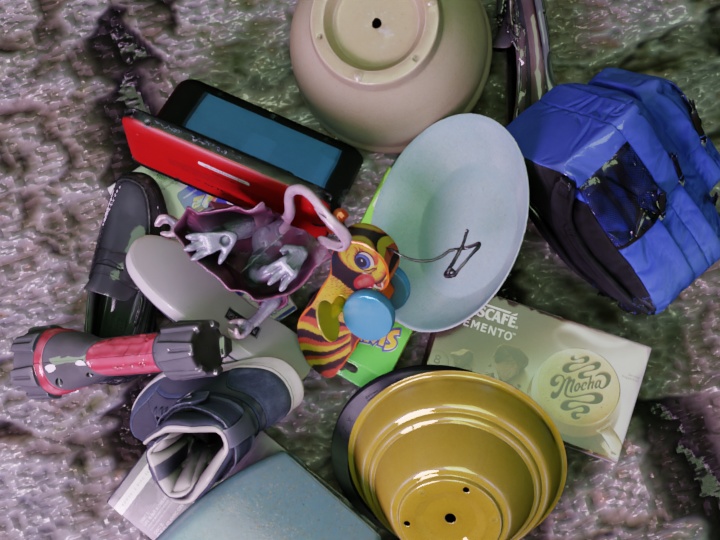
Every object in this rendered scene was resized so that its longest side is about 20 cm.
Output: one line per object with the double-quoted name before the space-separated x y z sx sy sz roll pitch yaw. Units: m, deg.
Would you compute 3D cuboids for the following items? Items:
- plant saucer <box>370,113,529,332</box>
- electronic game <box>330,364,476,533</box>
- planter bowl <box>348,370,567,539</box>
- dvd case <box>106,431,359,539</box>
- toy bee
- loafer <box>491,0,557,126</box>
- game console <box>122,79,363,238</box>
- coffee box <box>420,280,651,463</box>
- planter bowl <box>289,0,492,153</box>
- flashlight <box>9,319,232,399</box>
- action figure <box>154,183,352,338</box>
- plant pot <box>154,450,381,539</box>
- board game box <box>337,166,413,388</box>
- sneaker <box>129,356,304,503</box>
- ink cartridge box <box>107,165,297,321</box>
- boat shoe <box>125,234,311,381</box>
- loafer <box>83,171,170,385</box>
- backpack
"plant saucer" 0.088 -0.040 1.273 0.038 0.200 0.204 18 84 -41
"electronic game" 0.070 0.173 1.292 0.197 0.042 0.202 4 121 7
"planter bowl" 0.081 0.194 1.230 0.198 0.084 0.203 4 121 7
"dvd case" -0.122 0.225 1.344 0.199 0.016 0.149 38 88 2
"toy bee" 0.000 0.000 1.244 0.109 0.131 0.200 43 103 -7
"loafer" 0.154 -0.206 1.352 0.062 0.072 0.203 -10 88 4
"game console" -0.101 -0.122 1.285 0.198 0.172 0.120 22 76 2
"coffee box" 0.158 0.095 1.321 0.198 0.080 0.114 19 86 2
"planter bowl" 0.022 -0.220 1.307 0.197 0.135 0.203 -1 86 8
"flashlight" -0.216 0.076 1.238 0.198 0.068 0.068 -6 45 30
"action figure" -0.095 -0.032 1.225 0.148 0.200 0.134 -38 92 4
"plant pot" -0.088 0.271 1.243 0.196 0.196 0.200 40 82 2
"board game box" 0.022 0.011 1.355 0.095 0.030 0.202 27 83 3
"sneaker" -0.163 0.144 1.235 0.201 0.146 0.078 -19 107 38
"ink cartridge box" -0.151 -0.020 1.353 0.099 0.039 0.201 -31 85 -2
"boat shoe" -0.138 0.047 1.292 0.199 0.066 0.072 34 46 -11
"loafer" -0.222 0.010 1.309 0.067 0.070 0.203 13 102 24
"backpack" 0.247 -0.069 1.277 0.167 0.163 0.201 -37 114 -2
